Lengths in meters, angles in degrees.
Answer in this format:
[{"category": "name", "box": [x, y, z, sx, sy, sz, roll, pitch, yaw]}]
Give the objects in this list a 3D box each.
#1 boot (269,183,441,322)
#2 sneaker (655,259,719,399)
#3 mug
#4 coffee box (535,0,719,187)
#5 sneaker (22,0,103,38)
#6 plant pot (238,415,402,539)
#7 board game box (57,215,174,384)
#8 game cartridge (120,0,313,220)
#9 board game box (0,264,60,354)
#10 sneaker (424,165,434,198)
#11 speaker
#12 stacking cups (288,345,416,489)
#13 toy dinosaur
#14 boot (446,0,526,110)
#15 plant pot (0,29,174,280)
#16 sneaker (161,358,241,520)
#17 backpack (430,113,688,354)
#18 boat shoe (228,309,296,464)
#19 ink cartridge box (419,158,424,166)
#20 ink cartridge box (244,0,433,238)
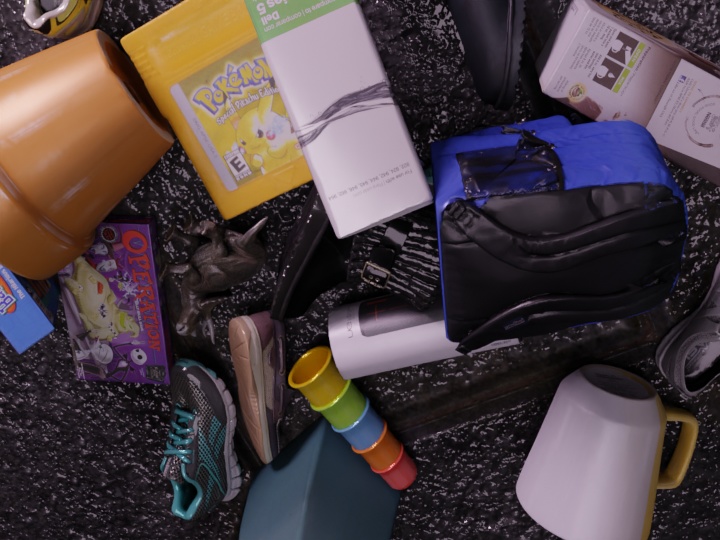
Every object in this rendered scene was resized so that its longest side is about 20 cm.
[{"category": "boot", "box": [0.000, 0.002, 0.859, 0.155, 0.081, 0.212, 19, 140, -12]}, {"category": "sneaker", "box": [0.379, 0.050, 0.848, 0.074, 0.082, 0.202, 25, 116, -4]}, {"category": "mug", "box": [0.266, 0.185, 0.918, 0.148, 0.185, 0.156, 22, 111, 33]}, {"category": "coffee box", "box": [0.261, -0.159, 0.751, 0.197, 0.113, 0.081, 26, 116, -4]}, {"category": "sneaker", "box": [-0.262, -0.308, 0.777, 0.074, 0.077, 0.203, 18, 115, 1]}, {"category": "plant pot", "box": [-0.054, 0.304, 0.963, 0.141, 0.201, 0.141, 44, 113, -12]}, {"category": "board game box", "box": [-0.281, 0.035, 0.968, 0.117, 0.032, 0.204, 0, 115, 3]}, {"category": "game cartridge", "box": [-0.108, -0.168, 0.809, 0.174, 0.033, 0.202, -22, 112, 20]}, {"category": "board game box", "box": [-0.372, -0.010, 0.867, 0.045, 0.200, 0.154, -35, 107, -9]}, {"category": "sneaker", "box": [0.148, -0.046, 0.844, 0.196, 0.078, 0.093, 19, 121, 1]}, {"category": "speaker", "box": [0.066, 0.058, 0.899, 0.196, 0.082, 0.083, -13, 113, 14]}, {"category": "stacking cups", "box": [-0.004, 0.178, 0.965, 0.060, 0.061, 0.201, -26, 115, 18]}, {"category": "toy dinosaur", "box": [-0.145, -0.013, 0.889, 0.101, 0.078, 0.199, 27, 129, -34]}, {"category": "boot", "box": [0.064, -0.248, 0.756, 0.164, 0.077, 0.205, 1, 108, 3]}, {"category": "plant pot", "box": [-0.287, -0.125, 0.814, 0.181, 0.201, 0.202, -32, 108, 5]}, {"category": "sneaker", "box": [-0.192, 0.202, 0.979, 0.076, 0.091, 0.204, 6, 116, 31]}, {"category": "backpack", "box": [0.160, -0.049, 0.703, 0.195, 0.170, 0.164, -6, 135, 6]}, {"category": "boat shoe", "box": [-0.104, 0.134, 0.966, 0.064, 0.072, 0.204, -18, 123, -22]}, {"category": "ink cartridge box", "box": [-0.034, -0.147, 0.844, 0.094, 0.037, 0.200, -37, 107, 22]}, {"category": "ink cartridge box", "box": [-0.018, -0.136, 0.692, 0.083, 0.146, 0.204, -21, 96, 1]}]
